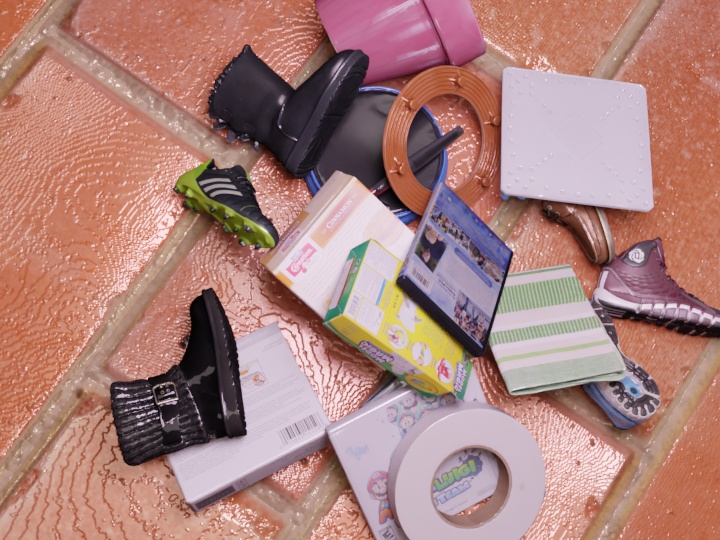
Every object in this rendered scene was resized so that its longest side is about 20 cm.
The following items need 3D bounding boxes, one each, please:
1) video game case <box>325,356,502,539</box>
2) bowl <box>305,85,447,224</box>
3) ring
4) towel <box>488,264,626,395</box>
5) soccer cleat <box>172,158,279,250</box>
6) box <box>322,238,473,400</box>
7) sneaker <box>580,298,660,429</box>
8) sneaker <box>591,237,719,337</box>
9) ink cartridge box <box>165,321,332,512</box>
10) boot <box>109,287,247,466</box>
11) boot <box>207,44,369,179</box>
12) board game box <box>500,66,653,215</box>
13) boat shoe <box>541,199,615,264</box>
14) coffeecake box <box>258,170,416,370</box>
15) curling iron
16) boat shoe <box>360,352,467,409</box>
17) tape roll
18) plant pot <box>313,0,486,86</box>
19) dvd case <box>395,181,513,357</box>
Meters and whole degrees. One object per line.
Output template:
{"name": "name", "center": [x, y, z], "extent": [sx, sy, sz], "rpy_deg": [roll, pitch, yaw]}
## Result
{"name": "video game case", "center": [0.079, 0.230, 1.270], "extent": [0.200, 0.024, 0.182], "rpy_deg": [-26, 106, -9]}
{"name": "bowl", "center": [0.021, -0.154, 1.370], "extent": [0.200, 0.039, 0.201], "rpy_deg": [1, 79, -5]}
{"name": "ring", "center": [0.114, -0.166, 1.331], "extent": [0.200, 0.019, 0.201], "rpy_deg": [-9, 107, -34]}
{"name": "towel", "center": [0.229, 0.071, 1.277], "extent": [0.152, 0.023, 0.200], "rpy_deg": [-8, 42, -9]}
{"name": "soccer cleat", "center": [-0.159, -0.091, 1.290], "extent": [0.081, 0.068, 0.200], "rpy_deg": [-42, 48, -18]}
{"name": "box", "center": [0.058, 0.065, 1.215], "extent": [0.200, 0.048, 0.118], "rpy_deg": [36, 54, -21]}
{"name": "sneaker", "center": [0.299, 0.123, 1.316], "extent": [0.078, 0.090, 0.200], "rpy_deg": [-16, 59, -20]}
{"name": "sneaker", "center": [0.414, 0.016, 1.351], "extent": [0.199, 0.076, 0.116], "rpy_deg": [13, 75, -1]}
{"name": "ink cartridge box", "center": [-0.156, 0.182, 1.287], "extent": [0.200, 0.044, 0.174], "rpy_deg": [-26, 59, -9]}
{"name": "boot", "center": [-0.232, 0.127, 1.258], "extent": [0.157, 0.080, 0.212], "rpy_deg": [-12, 59, 0]}
{"name": "boot", "center": [-0.098, -0.233, 1.312], "extent": [0.162, 0.073, 0.199], "rpy_deg": [39, 114, 15]}
{"name": "board game box", "center": [0.282, -0.171, 1.346], "extent": [0.199, 0.026, 0.201], "rpy_deg": [7, 63, -3]}
{"name": "boat shoe", "center": [0.273, -0.090, 1.364], "extent": [0.068, 0.072, 0.200], "rpy_deg": [-18, 67, -8]}
{"name": "coffeecake box", "center": [0.000, 0.000, 1.271], "extent": [0.200, 0.073, 0.154], "rpy_deg": [43, 85, -23]}
{"name": "curling iron", "center": [0.063, -0.124, 1.337], "extent": [0.200, 0.026, 0.050], "rpy_deg": [-44, 106, -16]}
{"name": "boat shoe", "center": [0.078, 0.119, 1.302], "extent": [0.071, 0.070, 0.201], "rpy_deg": [41, 82, -3]}
{"name": "tape roll", "center": [0.133, 0.263, 1.259], "extent": [0.202, 0.037, 0.204], "rpy_deg": [-3, 99, -16]}
{"name": "plant pot", "center": [0.045, -0.338, 1.342], "extent": [0.179, 0.200, 0.200], "rpy_deg": [-25, 81, 6]}
{"name": "dvd case", "center": [0.122, -0.005, 1.265], "extent": [0.143, 0.018, 0.200], "rpy_deg": [43, 41, -17]}
